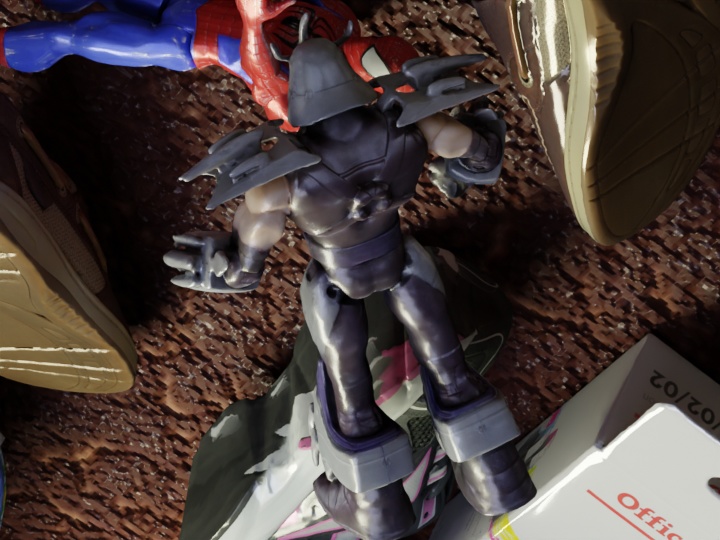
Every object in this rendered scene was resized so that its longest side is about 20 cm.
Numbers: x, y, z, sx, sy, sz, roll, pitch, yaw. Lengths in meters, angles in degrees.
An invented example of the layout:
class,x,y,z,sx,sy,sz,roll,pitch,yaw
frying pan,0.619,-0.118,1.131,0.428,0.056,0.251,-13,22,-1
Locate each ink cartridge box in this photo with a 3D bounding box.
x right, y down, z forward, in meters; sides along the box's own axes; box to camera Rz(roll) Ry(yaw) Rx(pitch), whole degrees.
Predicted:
class,x,y,z,sx,sy,sz,roll,pitch,yaw
ink cartridge box,0.117,0.104,1.140,0.115,0.068,0.200,36,139,-8

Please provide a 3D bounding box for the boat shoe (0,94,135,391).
class,x,y,z,sx,sy,sz,roll,pitch,yaw
boat shoe,-0.131,-0.011,1.155,0.072,0.072,0.200,4,157,17

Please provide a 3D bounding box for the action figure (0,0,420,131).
class,x,y,z,sx,sy,sz,roll,pitch,yaw
action figure,-0.073,-0.105,1.039,0.200,0.065,0.099,14,145,17

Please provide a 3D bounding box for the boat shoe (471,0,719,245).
class,x,y,z,sx,sy,sz,roll,pitch,yaw
boat shoe,0.075,-0.092,0.981,0.072,0.072,0.200,41,160,34

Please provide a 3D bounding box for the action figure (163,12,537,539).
class,x,y,z,sx,sy,sz,roll,pitch,yaw
action figure,0.000,0.000,1.021,0.130,0.069,0.200,-18,119,-7

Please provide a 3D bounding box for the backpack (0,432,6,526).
class,x,y,z,sx,sy,sz,roll,pitch,yaw
backpack,-0.231,0.064,1.244,0.163,0.154,0.200,32,159,40

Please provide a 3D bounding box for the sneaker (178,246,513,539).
class,x,y,z,sx,sy,sz,roll,pitch,yaw
sneaker,0.009,0.062,1.170,0.086,0.080,0.200,20,142,-24
